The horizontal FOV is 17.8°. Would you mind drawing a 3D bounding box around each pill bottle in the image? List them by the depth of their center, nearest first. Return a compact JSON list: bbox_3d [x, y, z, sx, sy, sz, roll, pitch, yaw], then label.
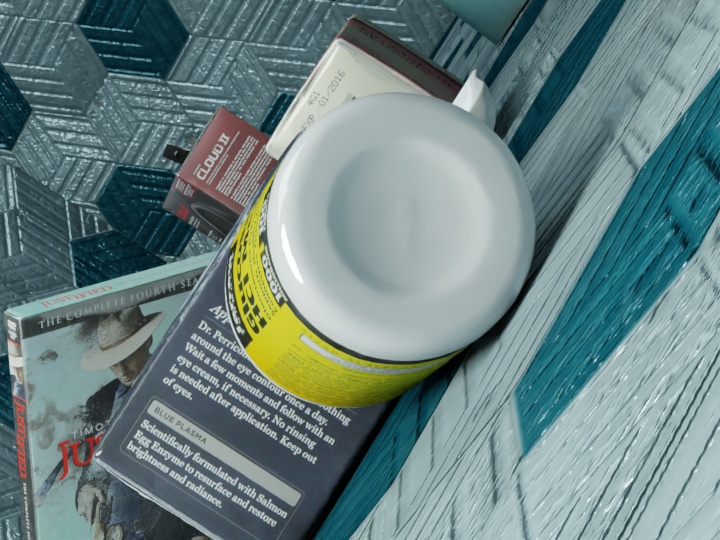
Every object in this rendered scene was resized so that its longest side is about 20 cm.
[{"bbox_3d":[0.000,0.000,1.024,0.113,0.112,0.200,-59,3,-17],"label":"pill bottle"}]

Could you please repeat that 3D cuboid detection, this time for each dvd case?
[{"bbox_3d":[-0.133,0.099,1.341,0.146,0.022,0.201,-16,-65,-33],"label":"dvd case"}]

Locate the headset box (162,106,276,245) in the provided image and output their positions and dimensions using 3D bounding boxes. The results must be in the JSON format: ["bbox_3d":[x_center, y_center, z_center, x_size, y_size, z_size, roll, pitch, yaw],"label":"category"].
[{"bbox_3d":[-0.080,-0.055,1.968,0.075,0.200,0.149,-58,4,-13],"label":"headset box"}]

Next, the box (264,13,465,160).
[{"bbox_3d":[0.012,-0.120,1.829,0.109,0.128,0.200,-57,4,12],"label":"box"}]

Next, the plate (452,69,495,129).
[{"bbox_3d":[0.037,-0.039,1.540,0.200,0.032,0.200,-58,3,7],"label":"plate"}]

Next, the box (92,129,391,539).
[{"bbox_3d":[-0.043,0.045,1.233,0.200,0.117,0.197,-57,3,-5],"label":"box"}]

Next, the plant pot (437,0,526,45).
[{"bbox_3d":[0.084,-0.330,2.085,0.141,0.200,0.141,-56,4,22],"label":"plant pot"}]
